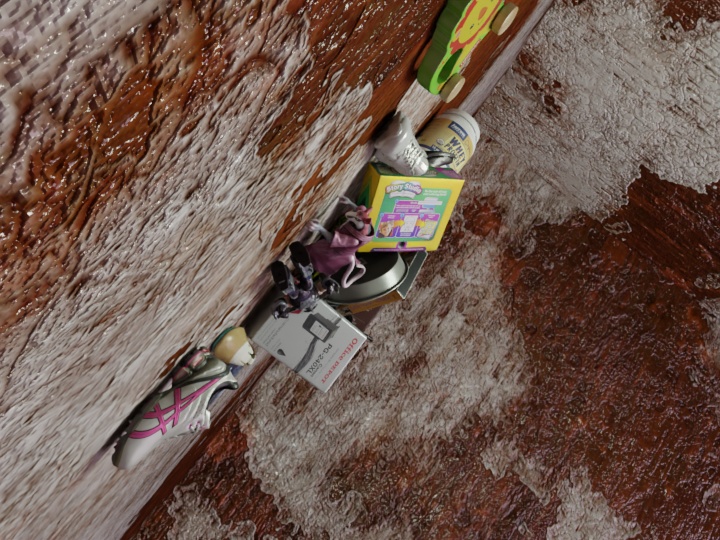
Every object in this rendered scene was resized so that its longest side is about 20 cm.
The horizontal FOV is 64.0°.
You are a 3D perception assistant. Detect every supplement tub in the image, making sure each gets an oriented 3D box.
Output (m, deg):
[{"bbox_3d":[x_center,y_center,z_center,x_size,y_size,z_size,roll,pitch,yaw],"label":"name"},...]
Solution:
[{"bbox_3d":[0.213,-0.317,1.517,0.200,0.144,0.144,-51,178,-25],"label":"supplement tub"}]

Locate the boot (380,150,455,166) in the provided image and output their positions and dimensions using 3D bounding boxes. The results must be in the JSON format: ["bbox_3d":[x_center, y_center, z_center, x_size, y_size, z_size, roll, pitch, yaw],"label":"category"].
[{"bbox_3d":[0.126,-0.169,1.266,0.199,0.175,0.069,-15,-162,-22],"label":"boot"}]

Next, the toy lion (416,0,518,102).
[{"bbox_3d":[0.148,-0.347,0.822,0.200,0.069,0.192,-52,171,20],"label":"toy lion"}]

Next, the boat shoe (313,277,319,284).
[{"bbox_3d":[-0.113,0.061,1.344,0.199,0.071,0.064,-28,180,-11],"label":"boat shoe"}]

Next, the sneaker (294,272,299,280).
[{"bbox_3d":[-0.159,0.090,1.263,0.200,0.079,0.075,-54,177,21],"label":"sneaker"}]

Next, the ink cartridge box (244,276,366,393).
[{"bbox_3d":[-0.107,0.127,1.155,0.146,0.200,0.083,-52,-157,-6],"label":"ink cartridge box"}]

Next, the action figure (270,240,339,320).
[{"bbox_3d":[-0.106,0.035,1.014,0.130,0.069,0.200,-34,155,-9],"label":"action figure"}]

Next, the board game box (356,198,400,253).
[{"bbox_3d":[0.064,-0.115,1.397,0.057,0.165,0.200,-51,178,-6],"label":"board game box"}]

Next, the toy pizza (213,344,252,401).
[{"bbox_3d":[-0.301,0.231,1.219,0.200,0.032,0.200,-51,178,-3],"label":"toy pizza"}]

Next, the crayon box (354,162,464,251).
[{"bbox_3d":[0.090,-0.125,1.166,0.199,0.058,0.173,-2,126,-29],"label":"crayon box"}]

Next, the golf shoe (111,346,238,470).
[{"bbox_3d":[-0.262,0.207,0.821,0.200,0.092,0.073,-49,179,-23],"label":"golf shoe"}]

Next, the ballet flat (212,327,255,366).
[{"bbox_3d":[-0.220,0.144,1.052,0.069,0.063,0.200,-51,178,-9],"label":"ballet flat"}]

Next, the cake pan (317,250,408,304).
[{"bbox_3d":[0.000,0.000,1.202,0.200,0.199,0.037,-50,133,-47],"label":"cake pan"}]

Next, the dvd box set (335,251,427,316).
[{"bbox_3d":[0.045,0.025,1.277,0.199,0.029,0.147,-19,-151,46],"label":"dvd box set"}]

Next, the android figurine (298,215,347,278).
[{"bbox_3d":[-0.071,-0.049,1.318,0.182,0.041,0.200,-53,178,11],"label":"android figurine"}]

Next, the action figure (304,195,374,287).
[{"bbox_3d":[-0.028,-0.046,1.026,0.134,0.149,0.200,-43,-173,-37],"label":"action figure"}]

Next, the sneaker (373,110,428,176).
[{"bbox_3d":[0.081,-0.212,1.005,0.078,0.099,0.200,-52,178,4],"label":"sneaker"}]

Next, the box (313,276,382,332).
[{"bbox_3d":[-0.015,0.021,1.486,0.200,0.165,0.164,-52,-162,14],"label":"box"}]

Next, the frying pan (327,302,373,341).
[{"bbox_3d":[-0.040,0.120,1.407,0.115,0.189,0.031,117,-23,-46],"label":"frying pan"}]
